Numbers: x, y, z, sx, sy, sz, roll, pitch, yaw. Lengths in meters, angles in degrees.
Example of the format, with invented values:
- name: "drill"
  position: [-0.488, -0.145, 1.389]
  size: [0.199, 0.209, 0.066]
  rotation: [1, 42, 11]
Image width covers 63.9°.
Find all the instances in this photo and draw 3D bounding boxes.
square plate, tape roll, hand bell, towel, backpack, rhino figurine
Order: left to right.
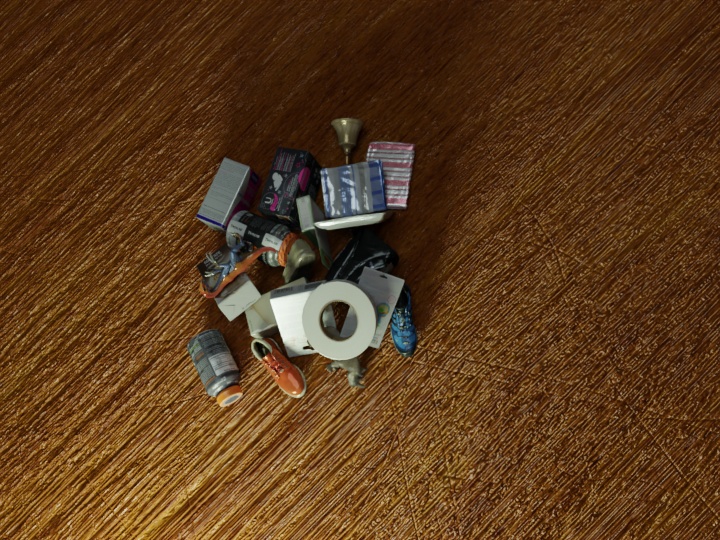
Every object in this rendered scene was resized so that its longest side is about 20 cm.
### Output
- name: "tape roll"
  position: [-0.053, 0.125, 1.482]
  size: [0.197, 0.037, 0.209]
  rotation: [1, 98, 9]
- name: "rhino figurine"
  position: [-0.050, 0.237, 1.547]
  size: [0.087, 0.060, 0.201]
  rotation: [-39, 92, 19]
- name: "hand bell"
  position: [-0.039, -0.337, 1.718]
  size: [0.101, 0.104, 0.206]
  rotation: [0, 88, 14]
- name: "towel"
  position: [-0.023, -0.236, 1.673]
  size: [0.195, 0.024, 0.151]
  rotation: [-5, 91, 21]
- name: "square plate"
  position: [-0.011, -0.138, 1.593]
  size: [0.194, 0.198, 0.029]
  rotation: [-7, 95, 12]
- name: "backpack"
  position: [0.000, 0.000, 1.582]
  size: [0.201, 0.127, 0.166]
  rotation: [-50, 58, -1]
- name: "towel"
  position: [0.081, -0.278, 1.690]
  size: [0.142, 0.030, 0.206]
  rotation: [6, 80, 16]

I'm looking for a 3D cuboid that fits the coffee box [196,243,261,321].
- name: "coffee box"
  position: [-0.379, 0.031, 1.652]
  size: [0.113, 0.080, 0.200]
  rotation: [-37, 47, -8]

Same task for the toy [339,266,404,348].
- name: "toy"
  position: [0.028, 0.095, 1.523]
  size: [0.112, 0.047, 0.205]
  rotation: [17, 103, -11]

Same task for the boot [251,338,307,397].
- name: "boot"
  position: [-0.227, 0.265, 1.580]
  size: [0.075, 0.107, 0.200]
  rotation: [-43, 71, -2]

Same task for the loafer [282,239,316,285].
- name: "loafer"
  position: [-0.172, -0.021, 1.607]
  size: [0.074, 0.201, 0.070]
  rotation: [-9, 66, -27]

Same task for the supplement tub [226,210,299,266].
- name: "supplement tub"
  position: [-0.281, -0.089, 1.680]
  size: [0.196, 0.123, 0.125]
  rotation: [20, 81, 19]

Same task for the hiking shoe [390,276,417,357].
- name: "hiking shoe"
  position: [0.106, 0.127, 1.539]
  size: [0.072, 0.087, 0.206]
  rotation: [-11, 73, 11]

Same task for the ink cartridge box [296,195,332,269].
- name: "ink cartridge box"
  position: [-0.124, -0.091, 1.627]
  size: [0.047, 0.146, 0.205]
  rotation: [-13, 73, 9]

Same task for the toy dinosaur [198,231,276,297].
- name: "toy dinosaur"
  position: [-0.354, -0.006, 1.560]
  size: [0.195, 0.105, 0.186]
  rotation: [12, 74, 18]

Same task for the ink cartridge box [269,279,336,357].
- name: "ink cartridge box"
  position: [-0.146, 0.133, 1.573]
  size: [0.156, 0.204, 0.048]
  rotation: [-11, 31, 4]

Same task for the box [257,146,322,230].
- name: "box"
  position: [-0.203, -0.238, 1.695]
  size: [0.112, 0.132, 0.205]
  rotation: [13, 78, 21]

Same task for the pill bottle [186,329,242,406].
- name: "pill bottle"
  position: [-0.403, 0.277, 1.621]
  size: [0.105, 0.106, 0.202]
  rotation: [-33, 70, 3]

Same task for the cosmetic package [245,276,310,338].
- name: "cosmetic package"
  position: [-0.223, 0.108, 1.638]
  size: [0.196, 0.073, 0.106]
  rotation: [-23, 71, 6]

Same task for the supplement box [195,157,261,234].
- name: "supplement box"
  position: [-0.398, -0.222, 1.757]
  size: [0.101, 0.101, 0.204]
  rotation: [19, 81, 18]
